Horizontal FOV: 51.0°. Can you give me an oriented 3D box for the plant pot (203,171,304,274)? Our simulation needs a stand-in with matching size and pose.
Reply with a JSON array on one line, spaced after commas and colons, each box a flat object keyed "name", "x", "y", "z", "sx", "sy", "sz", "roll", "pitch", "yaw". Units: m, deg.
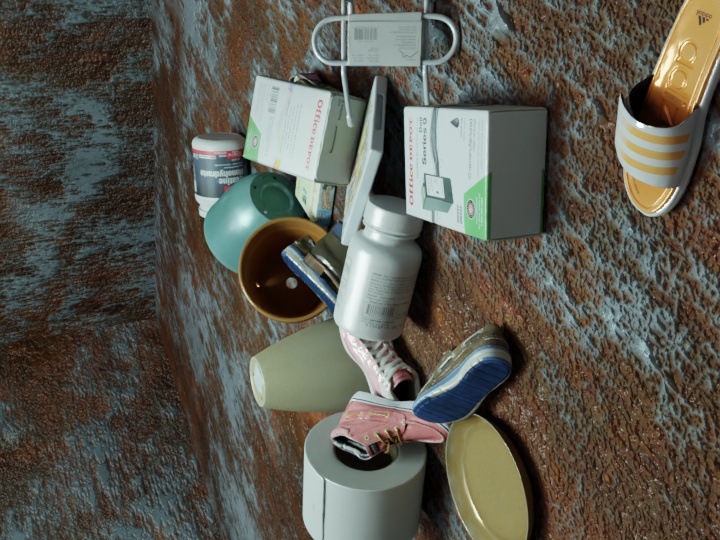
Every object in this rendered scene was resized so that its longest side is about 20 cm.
[{"name": "plant pot", "x": -0.209, "y": -0.111, "z": 1.589, "sx": 0.161, "sy": 0.199, "sz": 0.203, "roll": -42, "pitch": 59, "yaw": 48}]

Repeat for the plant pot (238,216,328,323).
[{"name": "plant pot", "x": -0.136, "y": 0.010, "z": 1.480, "sx": 0.140, "sy": 0.198, "sz": 0.202, "roll": 113, "pitch": 144, "yaw": -77}]

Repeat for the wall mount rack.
[{"name": "wall mount rack", "x": 0.037, "y": -0.283, "z": 1.029, "sx": 0.075, "sy": 0.197, "sz": 0.176, "roll": -48, "pitch": -40, "yaw": -73}]

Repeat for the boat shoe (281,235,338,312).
[{"name": "boat shoe", "x": -0.052, "y": 0.015, "z": 1.370, "sx": 0.200, "sy": 0.072, "sz": 0.072, "roll": 46, "pitch": 165, "yaw": 7}]

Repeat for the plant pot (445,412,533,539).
[{"name": "plant pot", "x": 0.179, "y": 0.294, "z": 1.034, "sx": 0.200, "sy": 0.027, "sz": 0.203, "roll": 172, "pitch": 90, "yaw": -67}]

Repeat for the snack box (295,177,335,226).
[{"name": "snack box", "x": -0.083, "y": -0.199, "z": 1.451, "sx": 0.117, "sy": 0.037, "sz": 0.202, "roll": -123, "pitch": 33, "yaw": -44}]

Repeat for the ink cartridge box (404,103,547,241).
[{"name": "ink cartridge box", "x": 0.133, "y": -0.127, "z": 0.922, "sx": 0.200, "sy": 0.083, "sz": 0.148, "roll": -153, "pitch": 58, "yaw": -63}]

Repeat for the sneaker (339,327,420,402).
[{"name": "sneaker", "x": 0.038, "y": 0.146, "z": 1.230, "sx": 0.202, "sy": 0.075, "sz": 0.105, "roll": 66, "pitch": 155, "yaw": 2}]

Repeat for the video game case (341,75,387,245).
[{"name": "video game case", "x": 0.005, "y": -0.171, "z": 1.188, "sx": 0.201, "sy": 0.023, "sz": 0.183, "roll": 109, "pitch": 170, "yaw": -47}]

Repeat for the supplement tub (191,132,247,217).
[{"name": "supplement tub", "x": -0.359, "y": -0.245, "z": 1.942, "sx": 0.140, "sy": 0.139, "sz": 0.202, "roll": -143, "pitch": 49, "yaw": -58}]

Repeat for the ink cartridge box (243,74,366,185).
[{"name": "ink cartridge box", "x": -0.097, "y": -0.237, "z": 1.267, "sx": 0.199, "sy": 0.087, "sz": 0.147, "roll": 24, "pitch": 107, "yaw": 43}]

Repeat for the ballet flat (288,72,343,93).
[{"name": "ballet flat", "x": -0.081, "y": -0.310, "z": 1.367, "sx": 0.200, "sy": 0.070, "sz": 0.070, "roll": 51, "pitch": 140, "yaw": 49}]

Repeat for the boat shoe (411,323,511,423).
[{"name": "boat shoe", "x": 0.138, "y": 0.142, "z": 1.021, "sx": 0.200, "sy": 0.072, "sz": 0.073, "roll": -46, "pitch": 26, "yaw": 44}]

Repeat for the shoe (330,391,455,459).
[{"name": "shoe", "x": 0.047, "y": 0.250, "z": 1.154, "sx": 0.198, "sy": 0.091, "sz": 0.072, "roll": 6, "pitch": 136, "yaw": 39}]

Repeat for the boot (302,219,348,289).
[{"name": "boot", "x": 0.000, "y": 0.000, "z": 1.276, "sx": 0.199, "sy": 0.075, "sz": 0.097, "roll": 36, "pitch": 95, "yaw": 19}]

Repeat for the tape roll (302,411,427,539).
[{"name": "tape roll", "x": 0.005, "y": 0.344, "z": 1.234, "sx": 0.203, "sy": 0.200, "sz": 0.141, "roll": -135, "pitch": 42, "yaw": -54}]

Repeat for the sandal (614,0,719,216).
[{"name": "sandal", "x": 0.259, "y": -0.146, "z": 0.657, "sx": 0.079, "sy": 0.059, "sz": 0.209, "roll": -129, "pitch": 37, "yaw": -49}]

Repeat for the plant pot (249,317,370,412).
[{"name": "plant pot", "x": -0.102, "y": 0.190, "z": 1.428, "sx": 0.187, "sy": 0.198, "sz": 0.190, "roll": 172, "pitch": 90, "yaw": -67}]

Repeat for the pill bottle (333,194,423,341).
[{"name": "pill bottle", "x": 0.032, "y": -0.005, "z": 1.147, "sx": 0.114, "sy": 0.113, "sz": 0.202, "roll": 44, "pitch": 127, "yaw": 54}]
